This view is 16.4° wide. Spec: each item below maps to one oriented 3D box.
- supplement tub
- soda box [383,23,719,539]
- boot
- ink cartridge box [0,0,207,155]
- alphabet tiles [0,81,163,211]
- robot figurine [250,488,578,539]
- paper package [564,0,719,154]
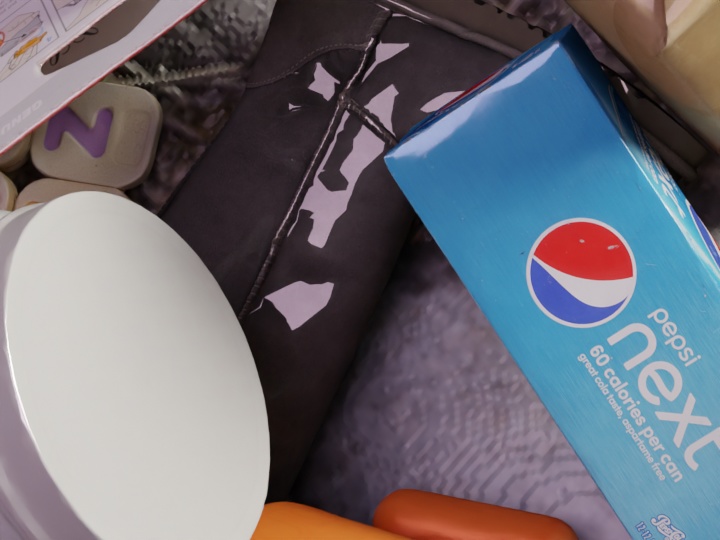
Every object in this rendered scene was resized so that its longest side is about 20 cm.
[{"bbox_3d":[-0.142,0.065,0.793,0.199,0.144,0.145,-22,73,31],"label":"supplement tub"},{"bbox_3d":[0.092,0.025,0.785,0.068,0.064,0.200,-33,95,13],"label":"soda box"},{"bbox_3d":[0.002,0.001,0.860,0.181,0.073,0.201,27,89,26],"label":"boot"},{"bbox_3d":[-0.087,-0.098,0.863,0.200,0.044,0.174,-36,36,3],"label":"ink cartridge box"},{"bbox_3d":[-0.177,-0.025,0.947,0.195,0.015,0.201,10,79,16],"label":"alphabet tiles"},{"bbox_3d":[0.010,0.146,0.807,0.199,0.144,0.117,14,109,23],"label":"robot figurine"},{"bbox_3d":[0.139,-0.140,0.760,0.191,0.200,0.103,-46,69,7],"label":"paper package"}]
